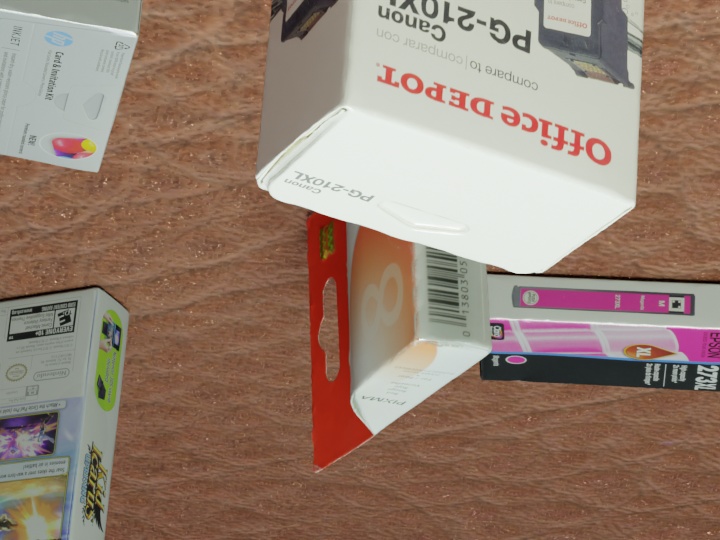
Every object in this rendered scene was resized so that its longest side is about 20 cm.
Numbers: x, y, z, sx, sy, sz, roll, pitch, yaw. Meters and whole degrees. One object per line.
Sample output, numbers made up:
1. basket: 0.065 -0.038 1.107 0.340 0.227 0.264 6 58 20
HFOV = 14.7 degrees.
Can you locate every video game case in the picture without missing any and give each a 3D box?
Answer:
1. video game case: -0.246 0.112 1.734 0.200 0.181 0.045 -8 152 25

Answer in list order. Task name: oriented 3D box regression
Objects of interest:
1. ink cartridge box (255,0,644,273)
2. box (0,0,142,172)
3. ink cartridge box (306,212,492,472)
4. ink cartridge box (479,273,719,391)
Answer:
1. ink cartridge box: 0.042 -0.117 1.193 0.145 0.200 0.084 17 152 -24
2. box: -0.220 -0.115 1.425 0.200 0.041 0.156 10 154 -9
3. ink cartridge box: 0.000 0.000 1.485 0.050 0.162 0.200 11 153 -27
4. ink cartridge box: 0.171 0.039 1.684 0.200 0.037 0.095 0 154 4
